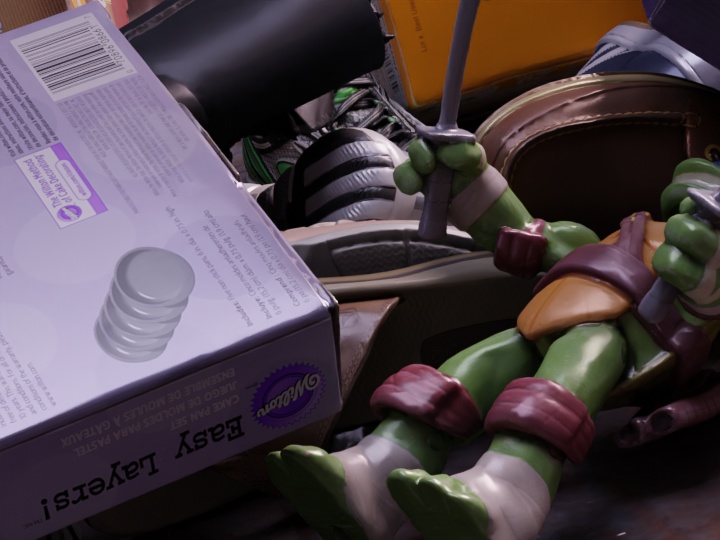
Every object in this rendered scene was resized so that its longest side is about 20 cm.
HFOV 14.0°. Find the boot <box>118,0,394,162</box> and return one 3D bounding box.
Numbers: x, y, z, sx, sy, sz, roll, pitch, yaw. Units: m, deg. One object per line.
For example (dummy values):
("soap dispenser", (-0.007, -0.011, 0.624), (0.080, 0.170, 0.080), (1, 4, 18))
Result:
("boot", (-0.100, -0.062, 1.152), (0.168, 0.076, 0.200), (-34, 19, -34))

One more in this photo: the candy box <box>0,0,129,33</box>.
("candy box", (-0.189, -0.047, 1.314), (0.200, 0.116, 0.055), (-24, -25, 25))

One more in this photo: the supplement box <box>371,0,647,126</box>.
("supplement box", (0.060, -0.117, 1.431), (0.126, 0.074, 0.200), (-16, 0, -7))

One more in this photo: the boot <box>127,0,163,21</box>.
("boot", (-0.112, -0.080, 1.361), (0.072, 0.167, 0.200), (-13, 15, 6))

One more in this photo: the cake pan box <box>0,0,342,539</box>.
("cake pan box", (-0.129, 0.004, 0.943), (0.184, 0.052, 0.200), (-22, 44, -19))

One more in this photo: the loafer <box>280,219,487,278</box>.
("loafer", (-0.021, 0.010, 1.084), (0.200, 0.072, 0.063), (-3, 22, -15))

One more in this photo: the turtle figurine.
("turtle figurine", (0.053, -0.005, 0.947), (0.144, 0.200, 0.194), (29, 61, 23))

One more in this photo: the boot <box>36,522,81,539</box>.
("boot", (-0.178, 0.083, 1.001), (0.162, 0.073, 0.198), (-28, 42, 24))

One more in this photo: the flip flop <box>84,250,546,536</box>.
("flip flop", (-0.005, 0.045, 1.022), (0.200, 0.081, 0.058), (-12, 29, -14))

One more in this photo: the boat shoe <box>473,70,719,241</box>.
("boat shoe", (0.134, -0.030, 1.069), (0.200, 0.072, 0.068), (4, 12, -26))

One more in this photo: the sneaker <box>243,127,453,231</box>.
("sneaker", (0.000, 0.000, 1.203), (0.115, 0.075, 0.200), (9, -15, -28))

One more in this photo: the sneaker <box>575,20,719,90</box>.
("sneaker", (0.098, -0.051, 1.259), (0.108, 0.070, 0.200), (-36, 3, -6))

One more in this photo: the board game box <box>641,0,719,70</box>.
("board game box", (0.195, -0.076, 1.065), (0.200, 0.057, 0.165), (31, 16, -6))

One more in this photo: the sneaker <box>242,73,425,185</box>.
("sneaker", (-0.006, -0.051, 1.323), (0.078, 0.085, 0.200), (-21, 18, -25))
